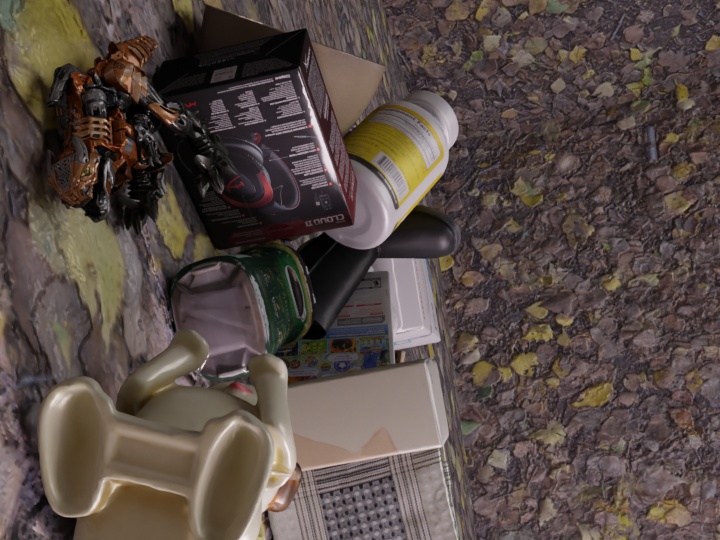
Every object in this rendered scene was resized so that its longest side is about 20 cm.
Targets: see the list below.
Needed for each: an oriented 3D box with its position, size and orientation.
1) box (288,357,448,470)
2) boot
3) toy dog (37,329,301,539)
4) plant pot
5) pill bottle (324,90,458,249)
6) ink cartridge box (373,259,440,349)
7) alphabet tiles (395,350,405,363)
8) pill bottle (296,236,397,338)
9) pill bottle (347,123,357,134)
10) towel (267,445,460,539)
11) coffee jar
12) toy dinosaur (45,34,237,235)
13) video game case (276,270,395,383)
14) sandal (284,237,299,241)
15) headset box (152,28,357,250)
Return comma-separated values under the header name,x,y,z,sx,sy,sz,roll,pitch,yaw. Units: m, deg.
name,x,y,z,sx,sy,sz,roll,pitch,yaw
box,-0.023,0.136,0.849,0.095,0.198,0.079,19,60,-78
boot,-0.001,0.000,1.029,0.200,0.163,0.066,-46,133,-42
toy dog,-0.101,0.139,0.611,0.200,0.138,0.196,-25,116,-80
plant pot,-0.087,-0.186,0.981,0.200,0.198,0.136,-55,165,-76
pill bottle,0.033,-0.122,1.040,0.200,0.110,0.112,-48,132,-40
ink cartridge box,0.032,0.042,1.422,0.200,0.144,0.148,40,40,-75
alphabet tiles,0.021,0.200,1.163,0.167,0.007,0.202,172,-72,-70
pill bottle,-0.025,0.039,1.200,0.200,0.113,0.115,61,20,-61
pill bottle,-0.046,-0.152,1.192,0.201,0.111,0.112,58,-6,41
towel,-0.002,0.213,0.921,0.035,0.190,0.202,95,-16,-85
coffee jar,-0.102,0.032,0.855,0.200,0.084,0.105,-27,103,-79
toy dinosaur,-0.165,-0.109,0.667,0.136,0.101,0.201,49,49,-38
video game case,-0.033,0.083,1.021,0.018,0.141,0.201,84,3,-46
sandal,-0.093,-0.085,1.125,0.200,0.053,0.081,41,39,-74
headset box,-0.093,-0.112,0.881,0.075,0.147,0.201,-85,161,-48
